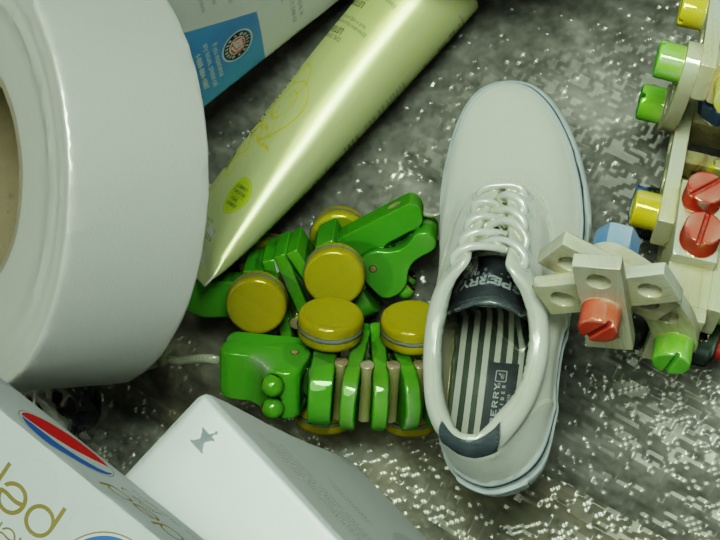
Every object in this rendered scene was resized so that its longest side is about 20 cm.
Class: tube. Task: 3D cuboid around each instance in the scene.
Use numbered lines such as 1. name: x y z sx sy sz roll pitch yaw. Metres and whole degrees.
1. tube: -0.023 -0.076 1.067 0.052 0.058 0.200 40 88 18

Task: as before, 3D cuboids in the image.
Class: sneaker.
1. sneaker: 0.067 -0.001 0.957 0.073 0.071 0.201 -3 67 10

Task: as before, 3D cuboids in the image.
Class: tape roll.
1. tape roll: -0.148 -0.044 0.973 0.202 0.071 0.204 6 98 55

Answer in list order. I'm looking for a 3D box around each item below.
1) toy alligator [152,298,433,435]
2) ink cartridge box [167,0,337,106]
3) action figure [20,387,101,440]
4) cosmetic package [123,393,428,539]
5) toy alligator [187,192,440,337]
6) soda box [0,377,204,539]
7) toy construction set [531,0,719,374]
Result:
1. toy alligator: -0.023 0.052 1.003 0.199 0.054 0.060 2 120 -3
2. ink cartridge box: -0.039 -0.196 1.033 0.200 0.145 0.084 -40 67 -14
3. action figure: -0.182 0.087 1.056 0.118 0.102 0.201 -15 74 25
4. cosmetic package: -0.010 0.177 0.926 0.123 0.200 0.199 -46 68 1
5. toy alligator: 0.000 0.000 1.049 0.199 0.059 0.054 -20 111 12
6. soda box: -0.112 0.113 0.834 0.200 0.064 0.068 35 91 25
7. toy construction set: 0.149 -0.032 0.956 0.092 0.131 0.200 26 59 9
